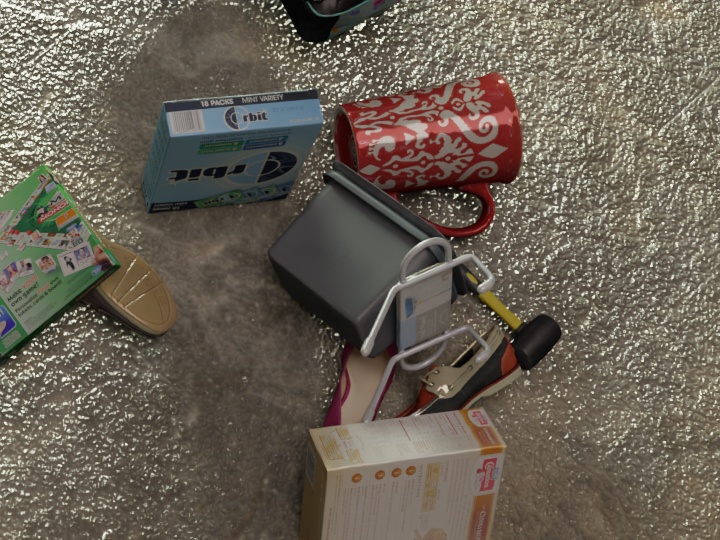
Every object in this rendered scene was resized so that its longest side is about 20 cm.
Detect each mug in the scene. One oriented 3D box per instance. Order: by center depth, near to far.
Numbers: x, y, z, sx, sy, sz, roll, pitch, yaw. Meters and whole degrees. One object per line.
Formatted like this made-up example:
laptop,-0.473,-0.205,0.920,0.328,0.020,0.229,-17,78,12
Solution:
mug,0.080,-0.135,1.720,0.197,0.134,0.179,-9,68,-15

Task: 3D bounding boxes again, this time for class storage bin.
storage bin,0.000,0.000,1.638,0.134,0.146,0.200,-43,56,-14

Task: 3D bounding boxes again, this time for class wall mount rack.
wall mount rack,0.059,0.068,1.547,0.172,0.201,0.075,-24,50,-20

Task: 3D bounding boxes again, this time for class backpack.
backpack,-0.017,-0.382,1.768,0.199,0.153,0.177,-29,82,-13

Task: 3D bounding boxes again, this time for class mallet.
mallet,0.143,0.037,1.729,0.199,0.041,0.066,38,62,4

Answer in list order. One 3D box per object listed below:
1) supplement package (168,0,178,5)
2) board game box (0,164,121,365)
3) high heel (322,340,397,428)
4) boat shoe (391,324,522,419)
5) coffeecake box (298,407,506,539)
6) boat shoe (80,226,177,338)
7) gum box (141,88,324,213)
supplement package,-0.229,-0.457,1.758,0.155,0.111,0.201,31,65,-3
board game box,-0.370,0.004,1.548,0.199,0.029,0.135,-38,82,2
high heel,0.004,0.120,1.622,0.067,0.096,0.201,30,65,-3
boat shoe,0.098,0.131,1.655,0.199,0.071,0.063,-30,99,-29
coffeecake box,0.043,0.237,1.555,0.197,0.155,0.073,-5,33,-18
boat shoe,-0.286,0.008,1.598,0.199,0.065,0.072,37,44,2
gum box,-0.144,-0.128,1.613,0.168,0.200,0.045,-7,72,-19
